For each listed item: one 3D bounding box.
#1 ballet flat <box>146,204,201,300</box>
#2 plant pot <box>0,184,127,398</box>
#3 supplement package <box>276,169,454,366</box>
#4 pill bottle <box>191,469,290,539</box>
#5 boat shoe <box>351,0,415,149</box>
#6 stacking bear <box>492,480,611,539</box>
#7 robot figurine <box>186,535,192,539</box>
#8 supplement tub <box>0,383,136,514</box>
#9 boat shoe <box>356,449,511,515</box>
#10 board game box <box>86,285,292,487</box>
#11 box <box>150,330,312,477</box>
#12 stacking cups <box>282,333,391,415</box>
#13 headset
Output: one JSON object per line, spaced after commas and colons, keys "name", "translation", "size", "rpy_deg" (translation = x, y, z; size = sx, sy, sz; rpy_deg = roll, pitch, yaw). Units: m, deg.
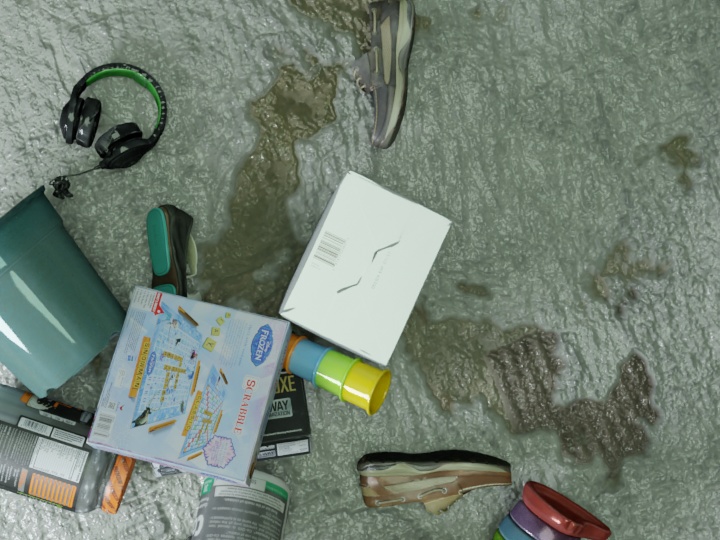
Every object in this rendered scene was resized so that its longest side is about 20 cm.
{"name": "ballet flat", "translation": [-0.235, 0.016, 1.634], "size": [0.068, 0.068, 0.202], "rpy_deg": [9, 80, -44]}
{"name": "plant pot", "translation": [-0.400, 0.036, 1.570], "size": [0.200, 0.200, 0.196], "rpy_deg": [-40, 100, -5]}
{"name": "supplement package", "translation": [0.000, 0.000, 1.591], "size": [0.146, 0.200, 0.192], "rpy_deg": [26, 86, -3]}
{"name": "pill bottle", "translation": [-0.155, 0.353, 1.576], "size": [0.112, 0.113, 0.201], "rpy_deg": [12, 61, -4]}
{"name": "boat shoe", "translation": [0.027, -0.256, 1.673], "size": [0.073, 0.075, 0.202], "rpy_deg": [7, 79, 5]}
{"name": "stacking bear", "translation": [0.210, 0.383, 1.646], "size": [0.114, 0.121, 0.201], "rpy_deg": [35, 98, 41]}
{"name": "robot figurine", "translation": [-0.208, 0.440, 1.630], "size": [0.144, 0.058, 0.201], "rpy_deg": [-33, 91, -8]}
{"name": "supplement tub", "translation": [-0.381, 0.225, 1.591], "size": [0.198, 0.123, 0.124], "rpy_deg": [19, 87, -5]}
{"name": "boat shoe", "translation": [0.095, 0.274, 1.660], "size": [0.198, 0.076, 0.075], "rpy_deg": [0, 94, 3]}
{"name": "board game box", "translation": [-0.202, 0.137, 1.539], "size": [0.198, 0.041, 0.202], "rpy_deg": [13, 74, 7]}
{"name": "box", "translation": [-0.167, 0.165, 1.608], "size": [0.198, 0.050, 0.159], "rpy_deg": [-7, 54, -5]}
{"name": "stacking cups", "translation": [-0.063, 0.113, 1.578], "size": [0.199, 0.060, 0.061], "rpy_deg": [21, 86, 18]}
{"name": "headset", "translation": [-0.327, -0.175, 1.622], "size": [0.123, 0.094, 0.201], "rpy_deg": [33, 75, -3]}
